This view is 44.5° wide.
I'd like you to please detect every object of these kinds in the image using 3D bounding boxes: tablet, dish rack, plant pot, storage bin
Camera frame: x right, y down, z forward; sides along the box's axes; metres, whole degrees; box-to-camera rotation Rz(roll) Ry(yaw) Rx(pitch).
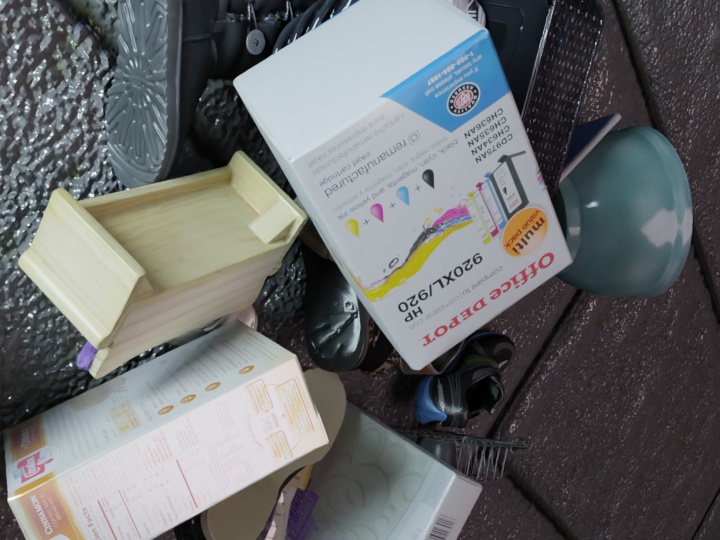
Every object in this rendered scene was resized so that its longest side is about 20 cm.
[{"bbox_3d":[0.185,-0.098,0.952,0.200,0.130,0.014,-43,104,-24],"label":"tablet"},{"bbox_3d":[0.085,0.199,0.963,0.199,0.152,0.055,14,82,-50],"label":"dish rack"},{"bbox_3d":[0.266,-0.062,1.018,0.132,0.201,0.203,-6,115,-16],"label":"plant pot"},{"bbox_3d":[0.132,-0.176,0.842,0.093,0.134,0.203,1,107,-46],"label":"storage bin"}]

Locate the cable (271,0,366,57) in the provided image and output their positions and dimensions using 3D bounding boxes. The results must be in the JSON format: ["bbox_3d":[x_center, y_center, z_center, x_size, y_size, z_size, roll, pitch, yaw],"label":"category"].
[{"bbox_3d":[-0.006,-0.146,0.713,0.164,0.051,0.200,-53,160,-3],"label":"cable"}]

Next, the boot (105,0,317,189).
[{"bbox_3d":[-0.094,-0.153,0.679,0.199,0.065,0.167,-25,138,-50],"label":"boot"}]

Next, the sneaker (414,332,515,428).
[{"bbox_3d":[0.135,0.132,1.019,0.199,0.082,0.072,-29,128,-54],"label":"sneaker"}]

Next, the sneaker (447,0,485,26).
[{"bbox_3d":[0.056,-0.262,0.773,0.114,0.075,0.203,3,101,-46],"label":"sneaker"}]

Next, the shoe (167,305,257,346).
[{"bbox_3d":[-0.147,0.025,0.703,0.199,0.053,0.071,31,85,-49],"label":"shoe"}]

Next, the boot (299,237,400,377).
[{"bbox_3d":[-0.001,0.001,0.838,0.154,0.072,0.207,38,53,-70],"label":"boot"}]

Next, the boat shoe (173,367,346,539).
[{"bbox_3d":[-0.081,0.154,0.741,0.074,0.063,0.202,55,45,-15],"label":"boat shoe"}]

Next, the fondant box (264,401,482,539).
[{"bbox_3d":[-0.002,0.217,0.834,0.058,0.199,0.146,33,84,-47],"label":"fondant box"}]

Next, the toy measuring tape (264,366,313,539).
[{"bbox_3d":[-0.084,0.184,0.817,0.073,0.073,0.202,39,62,-48],"label":"toy measuring tape"}]

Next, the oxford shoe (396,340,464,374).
[{"bbox_3d":[0.110,0.033,0.978,0.201,0.057,0.075,-58,137,-11],"label":"oxford shoe"}]

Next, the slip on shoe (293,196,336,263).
[{"bbox_3d":[0.024,-0.093,0.735,0.200,0.061,0.076,-46,163,1],"label":"slip on shoe"}]

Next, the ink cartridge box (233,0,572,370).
[{"bbox_3d":[0.032,-0.067,0.622,0.146,0.145,0.201,-33,128,-3],"label":"ink cartridge box"}]

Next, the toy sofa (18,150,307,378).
[{"bbox_3d":[-0.135,-0.012,0.622,0.098,0.083,0.199,-54,165,30],"label":"toy sofa"}]

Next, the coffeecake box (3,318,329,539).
[{"bbox_3d":[-0.145,0.119,0.632,0.198,0.153,0.074,-25,106,-19],"label":"coffeecake box"}]
